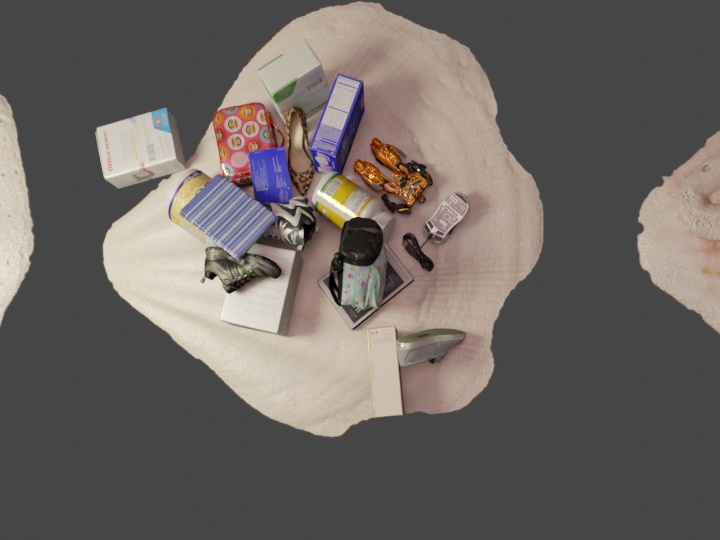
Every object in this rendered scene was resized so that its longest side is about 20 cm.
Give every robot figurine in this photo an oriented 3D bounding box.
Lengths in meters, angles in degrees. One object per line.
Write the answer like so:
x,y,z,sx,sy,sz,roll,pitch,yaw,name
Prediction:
0.085,-0.236,1.696,0.199,0.058,0.146,38,86,11,robot figurine

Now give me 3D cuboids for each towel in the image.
-0.310,-0.127,1.575,0.198,0.024,0.145,36,69,15,towel

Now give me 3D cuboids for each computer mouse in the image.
0.197,-0.105,1.673,0.110,0.044,0.200,43,91,16,computer mouse

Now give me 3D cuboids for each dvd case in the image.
0.012,0.026,1.672,0.199,0.025,0.151,-38,78,-3,dvd case

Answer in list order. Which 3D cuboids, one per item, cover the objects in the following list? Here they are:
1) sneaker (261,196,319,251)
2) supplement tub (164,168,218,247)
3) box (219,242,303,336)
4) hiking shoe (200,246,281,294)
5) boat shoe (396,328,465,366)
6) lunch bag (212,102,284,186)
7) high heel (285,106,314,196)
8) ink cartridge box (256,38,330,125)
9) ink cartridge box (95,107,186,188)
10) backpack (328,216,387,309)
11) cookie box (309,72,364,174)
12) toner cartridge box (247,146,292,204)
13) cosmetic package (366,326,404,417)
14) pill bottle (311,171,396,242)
-0.186,-0.095,1.601,0.196,0.081,0.130,-16,46,-24,sneaker
-0.371,-0.143,1.675,0.198,0.146,0.147,33,83,10,supplement tub
-0.239,0.045,1.647,0.149,0.106,0.205,12,81,8,box
-0.278,0.008,1.575,0.196,0.076,0.103,12,90,17,hiking shoe
0.165,0.183,1.581,0.197,0.070,0.073,-8,103,-33,boat shoe
-0.281,-0.328,1.734,0.172,0.082,0.205,-11,79,2,lunch bag
-0.158,-0.300,1.687,0.070,0.143,0.205,-4,79,4,high heel
-0.160,-0.461,1.689,0.144,0.200,0.088,-34,75,-1,ink cartridge box
-0.572,-0.317,1.756,0.196,0.085,0.148,-15,78,1,ink cartridge box
0.000,0.000,1.568,0.124,0.203,0.168,12,41,11,backpack
-0.054,-0.355,1.675,0.074,0.171,0.204,19,81,5,cookie box
-0.220,-0.200,1.676,0.093,0.043,0.205,-9,103,-8,toner cartridge box
0.060,0.240,1.588,0.071,0.104,0.205,-5,78,5,cosmetic package
-0.013,-0.147,1.653,0.198,0.113,0.114,34,84,16,pill bottle
